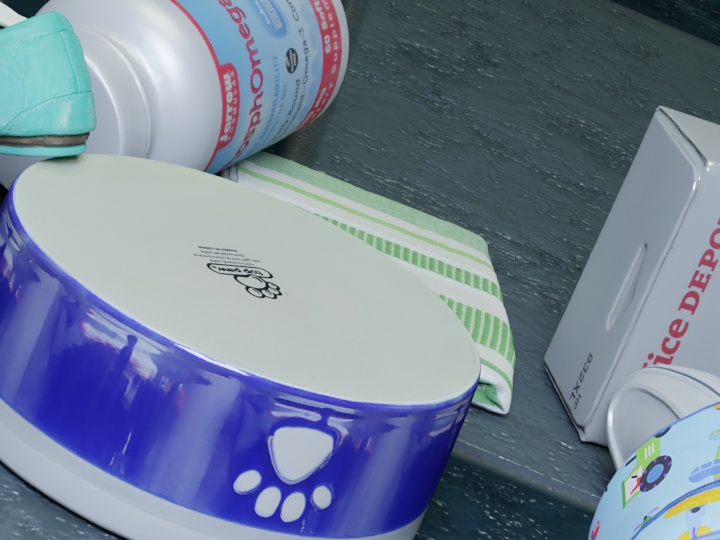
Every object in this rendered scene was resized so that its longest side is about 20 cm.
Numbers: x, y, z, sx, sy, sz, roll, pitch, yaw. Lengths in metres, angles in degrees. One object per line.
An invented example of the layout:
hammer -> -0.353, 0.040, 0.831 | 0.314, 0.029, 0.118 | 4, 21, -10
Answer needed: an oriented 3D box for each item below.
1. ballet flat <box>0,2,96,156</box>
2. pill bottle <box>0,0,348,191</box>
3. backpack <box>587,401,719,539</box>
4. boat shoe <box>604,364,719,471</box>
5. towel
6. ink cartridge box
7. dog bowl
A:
ballet flat -> -0.194, -0.083, 1.073 | 0.199, 0.071, 0.067 | 2, 6, 27
pill bottle -> -0.095, -0.093, 1.254 | 0.108, 0.109, 0.200 | 29, 29, 17
backpack -> 0.142, 0.137, 0.731 | 0.182, 0.201, 0.135 | -10, 11, 21
boat shoe -> 0.142, 0.097, 1.094 | 0.065, 0.074, 0.200 | 17, 19, -30
towel -> 0.000, 0.000, 1.267 | 0.152, 0.023, 0.200 | 20, 18, -11
ink cartridge box -> 0.208, 0.026, 1.245 | 0.199, 0.146, 0.084 | 17, 19, -18
dog bowl -> -0.057, 0.034, 1.023 | 0.199, 0.079, 0.200 | 20, 19, -7
